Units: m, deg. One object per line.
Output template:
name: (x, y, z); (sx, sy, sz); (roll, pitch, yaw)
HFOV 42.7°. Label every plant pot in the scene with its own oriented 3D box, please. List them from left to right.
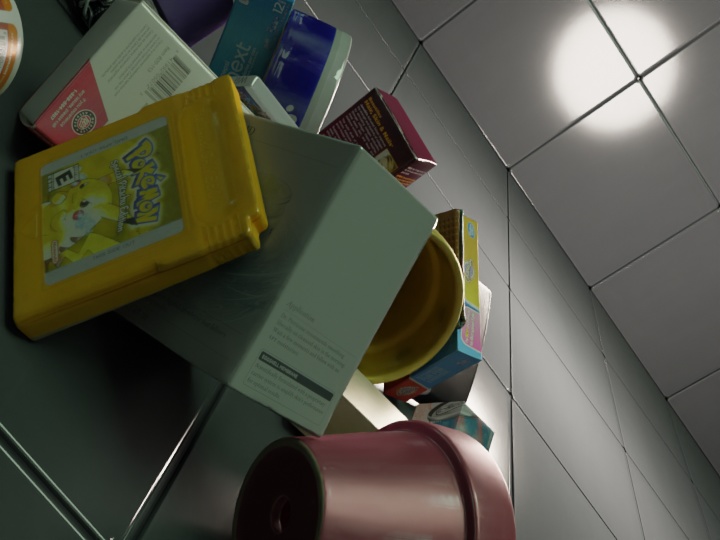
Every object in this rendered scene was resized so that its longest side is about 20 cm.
plant pot: (0.000, 0.217, 0.762); (0.177, 0.200, 0.202); (19, 39, -36)
plant pot: (0.000, 0.000, 1.090); (0.201, 0.200, 0.189); (45, 7, -28)

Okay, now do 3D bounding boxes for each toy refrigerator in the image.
toy refrigerator: (0.005, 0.178, 0.989); (0.200, 0.069, 0.076); (48, 17, -30)

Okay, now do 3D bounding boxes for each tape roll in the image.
tape roll: (-0.238, -0.365, 1.092); (0.201, 0.084, 0.200); (52, -10, 14)

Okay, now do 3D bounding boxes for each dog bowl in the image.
dog bowl: (-0.085, -0.203, 1.103); (0.078, 0.202, 0.201); (23, 28, -11)

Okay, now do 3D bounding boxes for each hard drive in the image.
hard drive: (0.126, 0.095, 1.284); (0.135, 0.042, 0.203); (36, 64, -48)

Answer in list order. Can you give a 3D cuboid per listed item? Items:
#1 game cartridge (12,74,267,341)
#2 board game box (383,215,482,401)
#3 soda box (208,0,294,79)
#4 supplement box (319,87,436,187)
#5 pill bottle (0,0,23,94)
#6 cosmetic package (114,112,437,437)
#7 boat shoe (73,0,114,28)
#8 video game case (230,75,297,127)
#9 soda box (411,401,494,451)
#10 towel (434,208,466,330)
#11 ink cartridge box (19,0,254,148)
game cartridge: (-0.176, -0.056, 0.718); (0.033, 0.197, 0.178); (60, 9, -51)
board game box: (0.091, 0.047, 1.189); (0.040, 0.153, 0.203); (22, 52, -28)
soda box: (-0.141, -0.244, 1.084); (0.063, 0.202, 0.068); (23, 28, -11)
supplement box: (-0.015, -0.131, 1.215); (0.111, 0.199, 0.085); (59, 19, 12)
pill bottle: (-0.337, -0.169, 0.633); (0.113, 0.111, 0.200); (57, 19, 2)
cosmetic package: (-0.078, -0.008, 0.759); (0.198, 0.202, 0.123); (22, -11, 44)
boat shoe: (-0.282, -0.292, 1.030); (0.202, 0.071, 0.068); (58, 16, -19)
video game case: (-0.139, -0.149, 0.984); (0.143, 0.198, 0.018); (50, 60, -40)
soda box: (0.068, 0.234, 0.920); (0.064, 0.068, 0.202); (43, 53, -32)
towel: (0.065, 0.009, 1.165); (0.021, 0.199, 0.150); (5, 80, -34)
ink cartridge box: (-0.188, -0.126, 0.856); (0.200, 0.147, 0.083); (44, -8, -33)
